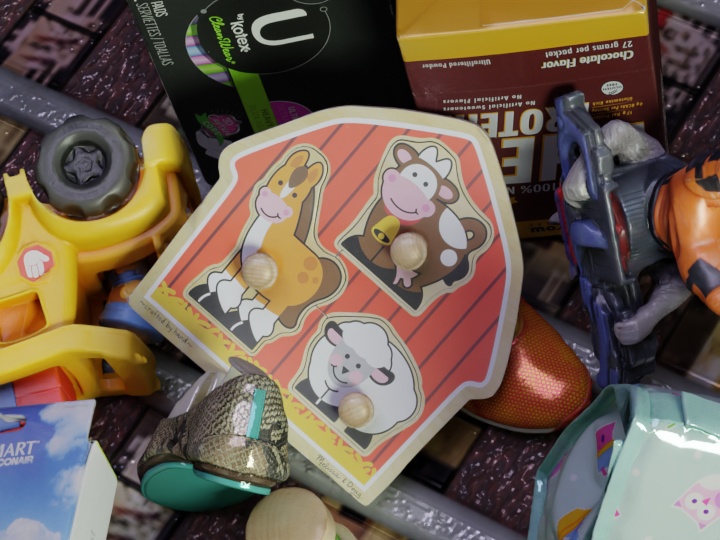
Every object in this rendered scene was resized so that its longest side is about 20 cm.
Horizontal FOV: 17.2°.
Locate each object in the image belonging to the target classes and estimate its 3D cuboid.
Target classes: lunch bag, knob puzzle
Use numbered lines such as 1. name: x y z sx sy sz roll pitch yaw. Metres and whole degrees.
1. lunch bag: 0.177 0.124 1.137 0.169 0.200 0.123 13 62 -6
2. knob puzzle: 0.000 0.000 1.283 0.218 0.030 0.222 1 98 6

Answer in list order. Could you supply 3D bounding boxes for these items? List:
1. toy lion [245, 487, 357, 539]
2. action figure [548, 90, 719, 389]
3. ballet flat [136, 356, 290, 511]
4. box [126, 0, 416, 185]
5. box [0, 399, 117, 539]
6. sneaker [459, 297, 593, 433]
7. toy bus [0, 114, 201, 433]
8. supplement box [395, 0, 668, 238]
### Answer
1. toy lion: -0.074 0.236 1.223 0.199 0.069 0.193 -26 56 7
2. action figure: 0.176 -0.002 1.269 0.104 0.202 0.193 -20 23 -32
3. ballet flat: -0.072 0.085 1.257 0.067 0.200 0.076 15 78 -12
4. box: -0.048 -0.165 1.397 0.147 0.200 0.125 -10 55 8
5. box: -0.200 0.165 1.241 0.121 0.048 0.201 -6 49 16
6. sneaker: 0.049 0.018 1.333 0.073 0.077 0.200 -42 63 -15
7. toy bus: -0.174 0.029 1.359 0.198 0.136 0.193 -17 69 -1
8. supplement box: 0.100 -0.155 1.354 0.132 0.200 0.199 -6 58 9
